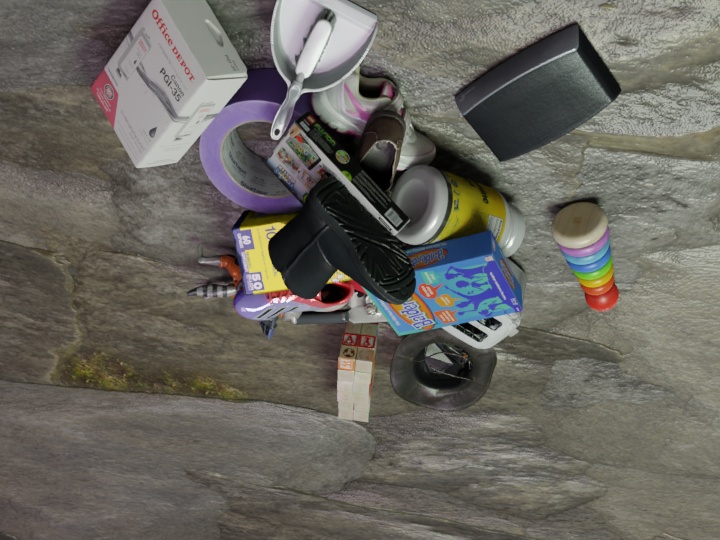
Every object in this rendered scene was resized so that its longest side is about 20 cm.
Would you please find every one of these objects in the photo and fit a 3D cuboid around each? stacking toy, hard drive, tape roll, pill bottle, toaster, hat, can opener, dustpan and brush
[{"bbox_3d":[0.358,-0.008,1.470,0.084,0.086,0.201,-11,133,20],"label":"stacking toy"},{"bbox_3d":[0.242,-0.233,1.303,0.199,0.043,0.135,-27,123,31],"label":"hard drive"},{"bbox_3d":[-0.130,-0.186,1.388,0.197,0.086,0.202,5,133,6],"label":"tape roll"},{"bbox_3d":[0.145,-0.077,1.384,0.198,0.114,0.112,13,140,-40],"label":"pill bottle"},{"bbox_3d":[0.173,0.029,1.501,0.199,0.130,0.114,33,129,-19],"label":"toaster"},{"bbox_3d":[0.142,0.150,1.655,0.198,0.081,0.203,1,127,1],"label":"hat"},{"bbox_3d":[-0.029,0.064,1.618,0.198,0.066,0.053,-6,95,24],"label":"can opener"},{"bbox_3d":[-0.075,-0.271,1.268,0.138,0.057,0.201,23,111,-12],"label":"dustpan and brush"}]

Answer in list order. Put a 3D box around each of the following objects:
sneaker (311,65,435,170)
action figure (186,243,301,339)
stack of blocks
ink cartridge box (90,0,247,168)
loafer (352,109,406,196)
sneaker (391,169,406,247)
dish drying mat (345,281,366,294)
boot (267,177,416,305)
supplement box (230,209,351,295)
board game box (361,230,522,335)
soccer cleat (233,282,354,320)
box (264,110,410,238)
[{"bbox_3d":[0.032,-0.215,1.332,0.199,0.082,0.088,28,127,-22],"label":"sneaker"},{"bbox_3d":[-0.186,0.052,1.607,0.191,0.105,0.202,16,128,13],"label":"action figure"},{"bbox_3d":[-0.006,0.182,1.686,0.058,0.116,0.202,7,134,4],"label":"stack of blocks"},{"bbox_3d":[-0.265,-0.260,1.301,0.200,0.082,0.147,-40,77,37],"label":"ink cartridge box"},{"bbox_3d":[0.009,-0.122,1.314,0.072,0.071,0.202,12,125,-3],"label":"loafer"},{"bbox_3d":[0.066,-0.090,1.449,0.079,0.072,0.202,6,133,8],"label":"sneaker"},{"bbox_3d":[0.000,0.000,1.545,0.198,0.018,0.077,24,133,14],"label":"dish drying mat"},{"bbox_3d":[-0.030,-0.006,1.288,0.201,0.076,0.168,50,139,7],"label":"boot"},{"bbox_3d":[-0.085,-0.042,1.457,0.197,0.110,0.110,-9,107,6],"label":"supplement box"},{"bbox_3d":[0.117,0.022,1.364,0.198,0.045,0.152,-13,142,22],"label":"board game box"},{"bbox_3d":[-0.105,0.040,1.516,0.198,0.068,0.076,-1,167,-31],"label":"soccer cleat"},{"bbox_3d":[-0.034,-0.108,1.295,0.200,0.035,0.110,47,142,-1],"label":"box"}]
